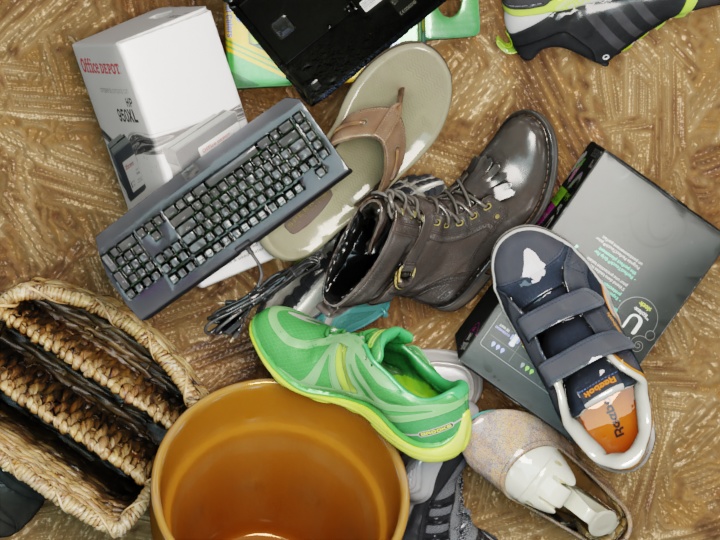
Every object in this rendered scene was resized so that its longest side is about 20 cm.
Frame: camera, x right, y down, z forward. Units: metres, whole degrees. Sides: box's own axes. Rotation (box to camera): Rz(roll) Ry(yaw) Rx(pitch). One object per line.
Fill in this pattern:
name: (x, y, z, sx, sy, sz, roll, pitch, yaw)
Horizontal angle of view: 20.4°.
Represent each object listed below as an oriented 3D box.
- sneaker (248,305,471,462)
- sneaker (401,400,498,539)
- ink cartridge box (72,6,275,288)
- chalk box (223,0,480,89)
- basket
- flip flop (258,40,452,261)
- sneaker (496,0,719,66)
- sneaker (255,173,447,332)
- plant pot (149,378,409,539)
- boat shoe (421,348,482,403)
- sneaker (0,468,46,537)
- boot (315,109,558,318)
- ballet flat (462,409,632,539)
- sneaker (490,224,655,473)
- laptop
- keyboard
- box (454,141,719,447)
sneaker: (0.006, 0.070, 1.544, 0.199, 0.074, 0.084, 27, 124, 21)
sneaker: (0.077, 0.197, 1.634, 0.113, 0.076, 0.201, 26, 120, -6)
ink cartridge box: (-0.144, -0.100, 1.576, 0.084, 0.144, 0.202, -22, 104, -19)
chalk box: (-0.005, -0.211, 1.590, 0.198, 0.124, 0.126, -4, 95, 4)
basket: (-0.227, 0.099, 1.621, 0.199, 0.149, 0.143, 34, 97, 1)
flip flop: (-0.002, -0.086, 1.516, 0.200, 0.058, 0.081, -46, 107, -2)
sneaker: (0.208, -0.210, 1.617, 0.198, 0.072, 0.083, -4, 119, 5)
sneaker: (0.000, 0.000, 1.646, 0.200, 0.078, 0.080, -44, 119, 3)
plant pot: (-0.072, 0.219, 1.588, 0.198, 0.184, 0.202, 5, 53, -6)
boat shoe: (0.004, 0.112, 1.646, 0.198, 0.069, 0.071, -12, 93, 4)
sneaker: (-0.349, 0.149, 1.674, 0.199, 0.076, 0.091, 38, 104, 2)
boot: (0.061, -0.043, 1.549, 0.069, 0.174, 0.201, 37, 105, 30)
ballet flat: (0.157, 0.170, 1.589, 0.199, 0.067, 0.068, 32, 101, -42)
sneaker: (0.163, 0.057, 1.478, 0.078, 0.079, 0.201, -30, 93, 6)
laptop: (-0.036, -0.265, 1.520, 0.177, 0.103, 0.200, -38, 119, 6)
keyboard: (-0.093, -0.026, 1.500, 0.199, 0.021, 0.127, -35, 100, 11)
box: (0.179, 0.016, 1.586, 0.124, 0.149, 0.201, 34, 97, -1)
